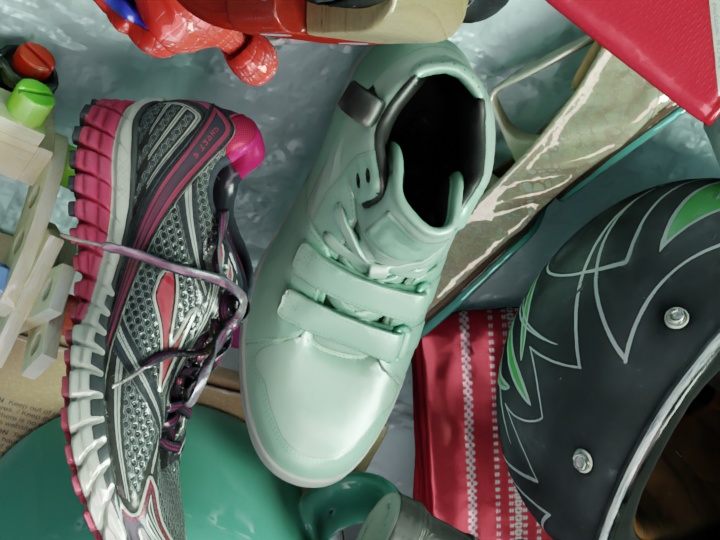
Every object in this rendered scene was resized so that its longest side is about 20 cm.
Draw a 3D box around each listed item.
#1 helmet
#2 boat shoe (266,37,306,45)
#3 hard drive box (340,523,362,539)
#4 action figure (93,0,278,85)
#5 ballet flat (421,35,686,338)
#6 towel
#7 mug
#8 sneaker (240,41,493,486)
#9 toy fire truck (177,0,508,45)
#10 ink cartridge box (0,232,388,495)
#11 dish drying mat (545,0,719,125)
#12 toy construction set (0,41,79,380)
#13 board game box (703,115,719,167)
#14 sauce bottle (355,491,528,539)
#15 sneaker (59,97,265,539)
[{"bbox_3d":[0.154,0.053,1.168,0.190,0.200,0.200,19,126,-4],"label":"helmet"},{"bbox_3d":[0.004,-0.133,1.106,0.200,0.074,0.065,-4,160,5],"label":"boat shoe"},{"bbox_3d":[0.071,0.217,1.383,0.156,0.077,0.200,-5,129,-3],"label":"hard drive box"},{"bbox_3d":[-0.101,-0.149,1.046,0.065,0.052,0.200,-39,96,12],"label":"action figure"},{"bbox_3d":[0.067,-0.046,1.190,0.200,0.067,0.062,-42,96,20],"label":"ballet flat"},{"bbox_3d":[0.122,0.082,1.286,0.200,0.022,0.145,-4,105,-4],"label":"towel"},{"bbox_3d":[-0.084,0.141,1.183,0.185,0.114,0.152,-39,123,22],"label":"mug"},{"bbox_3d":[0.000,0.000,1.111,0.074,0.118,0.201,15,96,-8],"label":"sneaker"},{"bbox_3d":[-0.056,-0.172,0.984,0.200,0.176,0.129,3,-178,36],"label":"toy fire truck"},{"bbox_3d":[-0.110,0.084,1.256,0.200,0.075,0.165,16,124,-18],"label":"ink cartridge box"},{"bbox_3d":[0.082,-0.147,1.057,0.200,0.018,0.077,39,85,-4],"label":"dish drying mat"},{"bbox_3d":[-0.181,-0.048,1.105,0.092,0.131,0.200,-38,123,24],"label":"toy construction set"},{"bbox_3d":[0.230,-0.130,1.112,0.147,0.064,0.200,1,121,-7],"label":"board game box"},{"bbox_3d":[0.088,0.159,1.174,0.200,0.065,0.065,30,121,-14],"label":"sauce bottle"},{"bbox_3d":[-0.080,0.026,1.099,0.075,0.200,0.081,0,172,6],"label":"sneaker"}]
